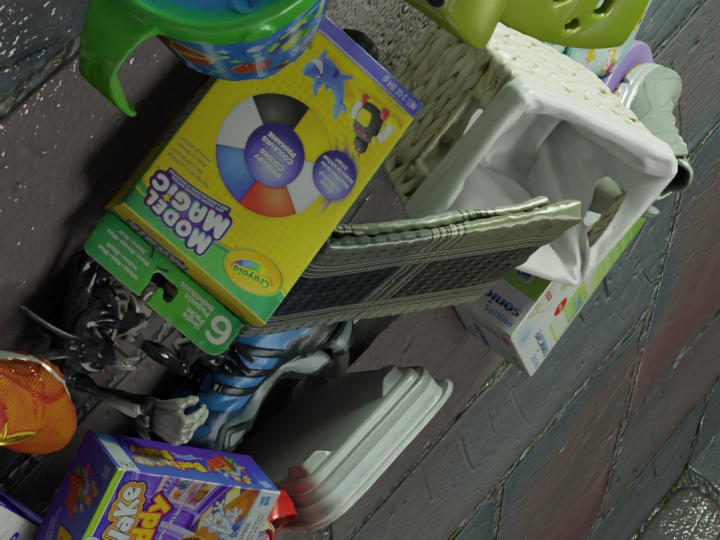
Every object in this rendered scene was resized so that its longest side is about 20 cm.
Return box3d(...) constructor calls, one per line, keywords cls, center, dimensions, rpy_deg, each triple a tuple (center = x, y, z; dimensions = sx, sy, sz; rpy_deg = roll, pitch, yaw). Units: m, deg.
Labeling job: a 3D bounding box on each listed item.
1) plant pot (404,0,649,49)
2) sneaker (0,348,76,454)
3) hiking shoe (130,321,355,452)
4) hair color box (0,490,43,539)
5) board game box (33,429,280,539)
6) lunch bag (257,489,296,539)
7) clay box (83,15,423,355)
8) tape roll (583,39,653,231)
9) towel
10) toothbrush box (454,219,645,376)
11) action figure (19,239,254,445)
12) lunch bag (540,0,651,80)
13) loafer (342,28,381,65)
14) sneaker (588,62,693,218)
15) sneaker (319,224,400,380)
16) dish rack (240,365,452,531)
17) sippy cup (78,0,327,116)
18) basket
box3d(cls="plant pot", center=(0.074, -0.249, 1.053), dimensions=(0.181, 0.199, 0.201), rpy_deg=(-18, 140, -48))
box3d(cls="sneaker", center=(-0.217, 0.076, 1.036), dimensions=(0.072, 0.078, 0.200), rpy_deg=(-18, 155, 11))
box3d(cls="hiking shoe", center=(-0.099, 0.066, 1.343), dimensions=(0.200, 0.074, 0.087), rpy_deg=(-41, 127, -19))
box3d(cls="hair color box", center=(-0.258, 0.184, 1.149), dimensions=(0.110, 0.065, 0.200), rpy_deg=(-52, 161, -9))
box3d(cls="board game box", center=(-0.154, 0.206, 1.190), dimensions=(0.134, 0.045, 0.201), rpy_deg=(14, 109, -42))
box3d(cls="lunch bag", center=(-0.127, 0.208, 1.352), dimensions=(0.175, 0.082, 0.200), rpy_deg=(-28, 167, -13))
box3d(cls="clay box", center=(-0.064, -0.058, 1.114), dimensions=(0.201, 0.115, 0.048), rpy_deg=(-55, -164, -17))
box3d(cls="tape roll", center=(0.193, -0.111, 1.628), dimensions=(0.200, 0.065, 0.201), rpy_deg=(-50, 150, -43))
box3d(cls="towel", center=(0.028, -0.007, 1.257), dimensions=(0.198, 0.035, 0.193), rpy_deg=(-7, 164, -25))
box3d(cls="toothbrush box", center=(0.182, -0.016, 1.792), dimensions=(0.200, 0.086, 0.146), rpy_deg=(-51, 159, -7))
box3d(cls="action figure", center=(-0.129, 0.038, 1.157), dimensions=(0.200, 0.101, 0.120), rpy_deg=(-14, 122, -61))
box3d(cls="lunch bag", center=(0.176, -0.230, 1.458), dimensions=(0.160, 0.077, 0.201), rpy_deg=(-23, 142, -53))
box3d(cls="loafer", center=(-0.023, -0.094, 1.252), dimensions=(0.072, 0.073, 0.201), rpy_deg=(-49, 170, -40))
box3d(cls="sneaker", center=(0.242, -0.101, 1.543), dimensions=(0.200, 0.091, 0.076), rpy_deg=(-52, 152, -43))
box3d(cls="sneaker", center=(0.000, 0.000, 1.440), dimensions=(0.099, 0.071, 0.200), rpy_deg=(-47, 164, -26))
box3d(cls="dish rack", center=(-0.033, 0.134, 1.473), dimensions=(0.172, 0.044, 0.200), rpy_deg=(-46, -163, -27))
box3d(cls="sippy cup", center=(-0.068, -0.164, 0.964), dimensions=(0.176, 0.141, 0.130), rpy_deg=(-14, 166, -1))
box3d(cls="basket", center=(0.115, -0.092, 1.370), dimensions=(0.199, 0.124, 0.136), rpy_deg=(18, 119, -45))
